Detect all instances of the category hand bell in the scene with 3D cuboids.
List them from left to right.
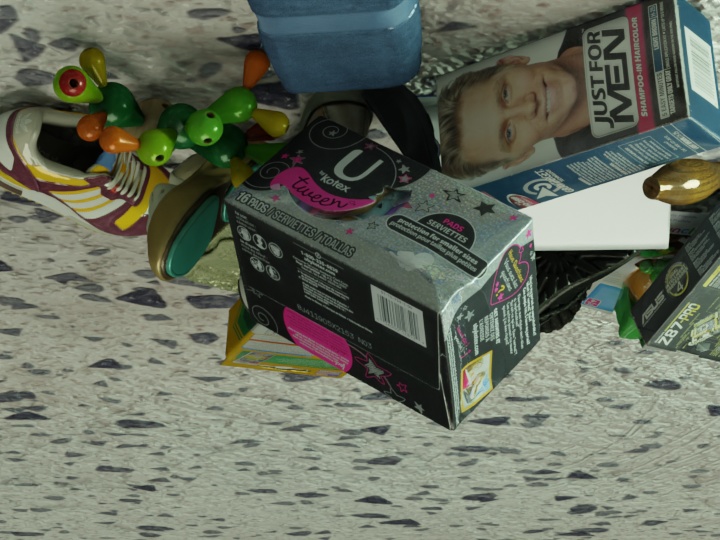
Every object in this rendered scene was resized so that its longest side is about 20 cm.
[{"bbox_3d":[0.270,-0.073,1.316,0.200,0.105,0.104,-11,174,-45],"label":"hand bell"}]

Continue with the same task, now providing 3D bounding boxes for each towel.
[{"bbox_3d":[-0.053,-0.004,1.623,0.199,0.037,0.148,9,162,-20],"label":"towel"},{"bbox_3d":[-0.017,-0.180,1.192,0.111,0.049,0.200,-1,160,5],"label":"towel"}]

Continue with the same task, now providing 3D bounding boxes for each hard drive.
[{"bbox_3d":[0.143,-0.077,1.416,0.199,0.025,0.132,-1,121,4],"label":"hard drive"}]

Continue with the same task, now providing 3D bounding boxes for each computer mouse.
[{"bbox_3d":[0.067,-0.066,1.353,0.034,0.200,0.059,-34,179,2],"label":"computer mouse"}]

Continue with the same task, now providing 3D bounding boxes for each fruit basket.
[{"bbox_3d":[0.320,0.006,1.668,0.185,0.094,0.200,6,157,-16],"label":"fruit basket"}]

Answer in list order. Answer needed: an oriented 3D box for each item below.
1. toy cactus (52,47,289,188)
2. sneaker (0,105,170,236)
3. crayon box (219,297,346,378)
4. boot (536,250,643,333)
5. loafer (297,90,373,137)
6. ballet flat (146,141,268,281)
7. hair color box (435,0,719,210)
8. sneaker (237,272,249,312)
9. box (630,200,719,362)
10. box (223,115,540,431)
[{"bbox_3d":[-0.145,-0.117,1.351,0.199,0.103,0.165,7,179,-25],"label":"toy cactus"},{"bbox_3d":[-0.209,-0.078,1.453,0.200,0.075,0.090,17,161,-41],"label":"sneaker"},{"bbox_3d":[-0.051,0.052,1.660,0.125,0.052,0.200,7,164,-14],"label":"crayon box"},{"bbox_3d":[0.197,-0.015,1.612,0.211,0.080,0.158,-33,166,21],"label":"boot"},{"bbox_3d":[-0.026,-0.071,1.447,0.072,0.063,0.200,-2,152,-8],"label":"loafer"},{"bbox_3d":[-0.130,-0.051,1.406,0.063,0.200,0.069,22,120,13],"label":"ballet flat"},{"bbox_3d":[0.153,-0.114,1.285,0.200,0.100,0.060,-18,154,33],"label":"hair color box"},{"bbox_3d":[0.000,0.000,1.515,0.200,0.074,0.079,-11,168,-30],"label":"sneaker"},{"bbox_3d":[0.357,-0.001,1.581,0.161,0.049,0.200,10,130,-31],"label":"box"},{"bbox_3d":[0.019,-0.003,1.301,0.200,0.115,0.132,27,145,30],"label":"box"}]
